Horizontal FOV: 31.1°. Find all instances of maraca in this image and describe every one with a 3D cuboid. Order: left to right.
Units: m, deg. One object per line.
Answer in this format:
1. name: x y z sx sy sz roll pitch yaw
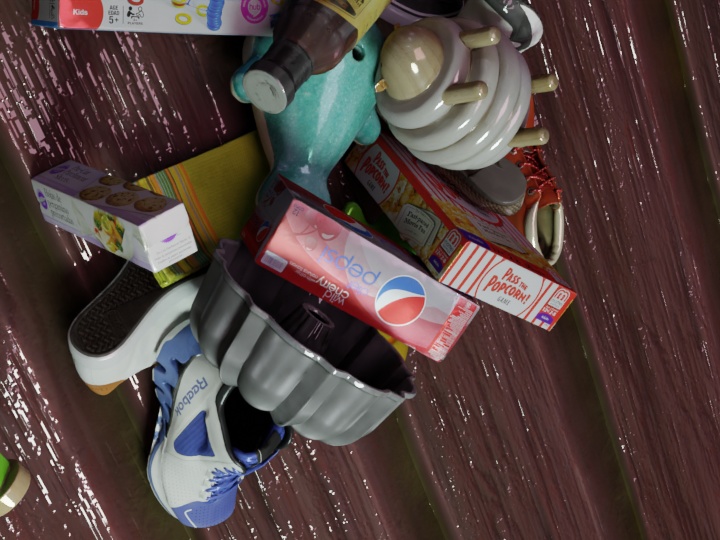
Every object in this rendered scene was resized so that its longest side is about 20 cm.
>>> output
1. maraca: -0.010 0.041 1.182 0.136 0.106 0.203 10 93 -36

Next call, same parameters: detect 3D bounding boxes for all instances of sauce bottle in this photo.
1. sauce bottle: -0.025 -0.200 1.026 0.066 0.065 0.201 57 47 -30

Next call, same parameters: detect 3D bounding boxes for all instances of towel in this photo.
1. towel: -0.114 -0.062 1.092 0.199 0.018 0.087 -31 96 -45

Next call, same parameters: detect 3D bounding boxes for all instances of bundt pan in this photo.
1. bundt pan: -0.054 0.065 1.036 0.201 0.202 0.076 29 103 -36

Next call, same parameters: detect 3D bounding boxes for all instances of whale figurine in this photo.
1. whale figurine: -0.036 -0.141 1.109 0.158 0.103 0.203 18 74 -37

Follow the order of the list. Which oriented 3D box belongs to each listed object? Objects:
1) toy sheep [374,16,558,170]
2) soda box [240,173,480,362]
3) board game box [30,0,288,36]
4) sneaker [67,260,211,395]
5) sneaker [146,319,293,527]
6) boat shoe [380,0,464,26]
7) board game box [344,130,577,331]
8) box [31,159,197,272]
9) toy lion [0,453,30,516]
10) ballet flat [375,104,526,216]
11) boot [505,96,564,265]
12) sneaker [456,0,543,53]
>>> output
1. toy sheep: 0.087 -0.147 1.093 0.199 0.137 0.139 32 81 -43
2. soda box: 0.000 0.000 1.085 0.199 0.070 0.064 30 100 -25
3. board game box: -0.148 -0.282 0.986 0.198 0.056 0.199 -5 104 -34
4. sneaker: -0.171 0.024 1.102 0.200 0.072 0.085 -44 157 -30
5. sneaker: -0.118 0.151 1.094 0.080 0.115 0.202 -27 133 -37
6. boat shoe: 0.029 -0.269 1.150 0.198 0.071 0.073 9 50 -41
7. board game box: 0.088 -0.040 1.175 0.150 0.200 0.047 23 110 -40
8. box: -0.190 -0.044 0.977 0.041 0.199 0.039 -28 118 -27
9. toy lion: -0.353 0.225 0.948 0.069 0.190 0.202 52 30 -31
10. ballet flat: 0.074 -0.121 1.188 0.067 0.200 0.047 -40 163 -21
11. boot: 0.162 -0.101 1.279 0.074 0.107 0.203 -9 103 -32
12. sneaker: 0.107 -0.202 1.176 0.080 0.200 0.074 -42 84 -11
